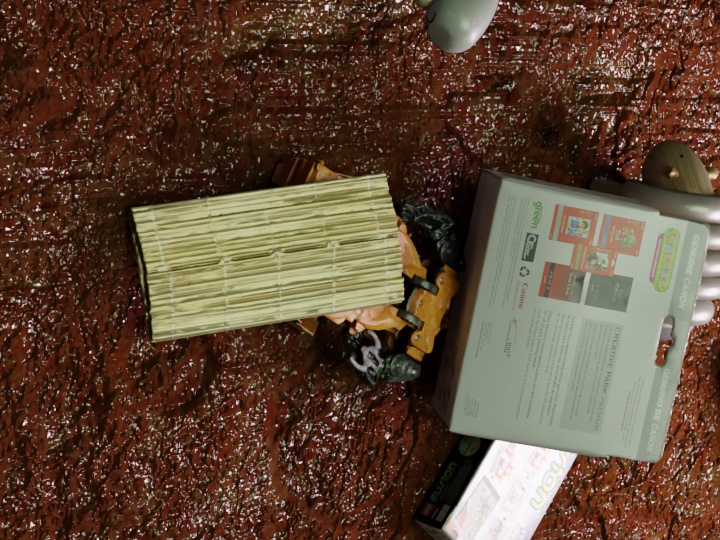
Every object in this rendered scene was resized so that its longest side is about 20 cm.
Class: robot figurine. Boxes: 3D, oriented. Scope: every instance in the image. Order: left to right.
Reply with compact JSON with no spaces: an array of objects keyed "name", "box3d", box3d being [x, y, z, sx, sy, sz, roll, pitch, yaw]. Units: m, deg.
[{"name":"robot figurine","box3d":[0.000,0.000,1.528,0.200,0.058,0.146,34,77,-44]}]

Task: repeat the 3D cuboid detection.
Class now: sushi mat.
[{"name":"sushi mat","box3d":[-0.063,-0.010,1.433,0.199,0.012,0.096,-9,93,-23]}]

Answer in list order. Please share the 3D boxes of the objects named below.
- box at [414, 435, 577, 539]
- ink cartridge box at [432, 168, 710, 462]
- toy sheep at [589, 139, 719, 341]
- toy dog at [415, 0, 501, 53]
[{"name":"box","box3d":[0.132,0.157,1.720,0.201,0.035,0.110,-58,134,-17]},{"name":"ink cartridge box","box3d":[0.164,0.037,1.590,0.174,0.084,0.201,11,97,-9]},{"name":"toy sheep","box3d":[0.255,-0.011,1.728,0.137,0.137,0.201,-5,104,-44]},{"name":"toy dog","box3d":[0.088,-0.257,1.515,0.132,0.096,0.200,-54,-178,33]}]
